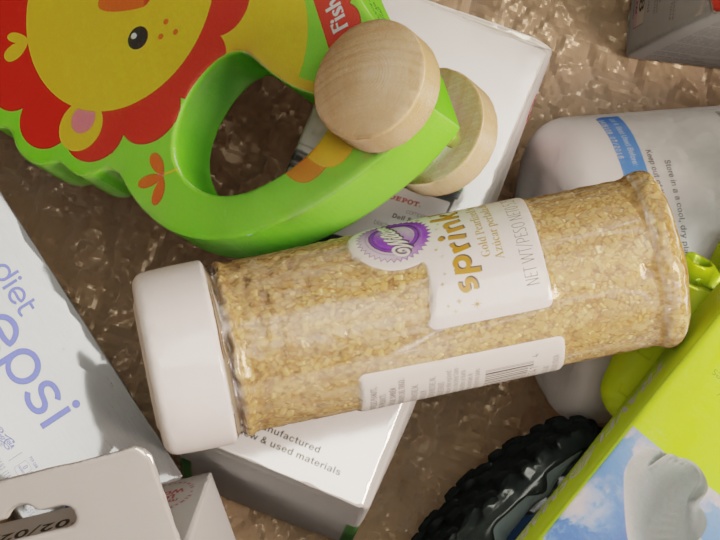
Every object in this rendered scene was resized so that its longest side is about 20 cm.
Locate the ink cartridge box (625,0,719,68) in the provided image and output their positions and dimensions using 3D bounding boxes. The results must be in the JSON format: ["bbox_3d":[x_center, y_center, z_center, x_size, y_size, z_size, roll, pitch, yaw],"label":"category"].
[{"bbox_3d":[0.216,-0.113,1.081,0.161,0.200,0.058,7,83,-10],"label":"ink cartridge box"}]

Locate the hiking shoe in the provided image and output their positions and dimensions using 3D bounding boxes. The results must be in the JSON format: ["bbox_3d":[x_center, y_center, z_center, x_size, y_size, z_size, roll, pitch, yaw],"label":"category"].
[{"bbox_3d":[0.051,0.151,1.068,0.086,0.074,0.200,36,100,-7],"label":"hiking shoe"}]

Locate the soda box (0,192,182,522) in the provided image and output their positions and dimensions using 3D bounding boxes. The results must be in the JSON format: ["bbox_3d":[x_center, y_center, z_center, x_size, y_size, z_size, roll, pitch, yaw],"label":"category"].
[{"bbox_3d":[-0.155,0.022,1.063,0.068,0.063,0.201,-33,89,-11],"label":"soda box"}]

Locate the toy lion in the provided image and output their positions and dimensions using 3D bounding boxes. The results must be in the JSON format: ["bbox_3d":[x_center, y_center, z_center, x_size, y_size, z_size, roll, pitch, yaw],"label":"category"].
[{"bbox_3d":[-0.063,-0.090,0.993,0.191,0.069,0.201,-29,60,19],"label":"toy lion"}]

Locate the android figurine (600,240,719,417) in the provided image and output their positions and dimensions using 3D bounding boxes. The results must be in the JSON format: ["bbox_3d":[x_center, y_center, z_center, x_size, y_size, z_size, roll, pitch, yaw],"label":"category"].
[{"bbox_3d":[0.181,0.048,1.028,0.181,0.041,0.201,16,114,-22],"label":"android figurine"}]

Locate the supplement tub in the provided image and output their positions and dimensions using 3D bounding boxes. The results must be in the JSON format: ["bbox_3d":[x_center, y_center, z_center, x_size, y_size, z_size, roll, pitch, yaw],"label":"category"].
[{"bbox_3d":[0.174,-0.007,1.093,0.198,0.132,0.133,-4,83,-10],"label":"supplement tub"}]

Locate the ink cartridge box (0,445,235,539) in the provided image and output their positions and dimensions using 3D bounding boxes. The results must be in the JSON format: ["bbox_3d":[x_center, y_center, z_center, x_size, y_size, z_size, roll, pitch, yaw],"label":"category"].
[{"bbox_3d":[-0.096,0.155,0.998,0.114,0.068,0.201,-14,109,12],"label":"ink cartridge box"}]

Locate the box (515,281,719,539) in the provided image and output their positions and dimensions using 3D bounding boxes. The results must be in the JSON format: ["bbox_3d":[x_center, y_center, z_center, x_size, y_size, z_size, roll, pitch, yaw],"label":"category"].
[{"bbox_3d":[0.126,0.118,0.980,0.122,0.048,0.200,36,109,-1],"label":"box"}]

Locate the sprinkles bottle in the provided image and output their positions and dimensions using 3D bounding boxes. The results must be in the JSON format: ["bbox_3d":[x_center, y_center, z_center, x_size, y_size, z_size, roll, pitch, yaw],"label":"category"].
[{"bbox_3d":[0.018,0.015,0.940,0.198,0.068,0.069,-12,84,-5],"label":"sprinkles bottle"}]

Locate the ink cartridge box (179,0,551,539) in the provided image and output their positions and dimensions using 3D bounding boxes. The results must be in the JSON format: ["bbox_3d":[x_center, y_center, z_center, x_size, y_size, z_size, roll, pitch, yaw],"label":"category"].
[{"bbox_3d":[0.000,0.000,1.051,0.084,0.146,0.201,22,78,1],"label":"ink cartridge box"}]
